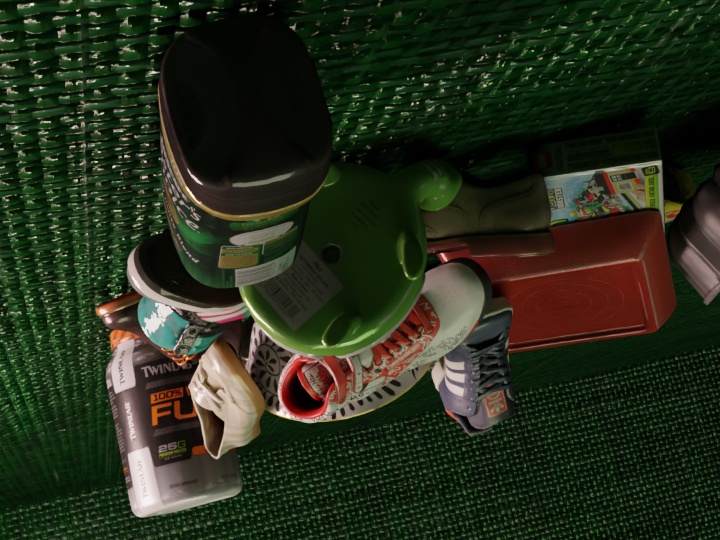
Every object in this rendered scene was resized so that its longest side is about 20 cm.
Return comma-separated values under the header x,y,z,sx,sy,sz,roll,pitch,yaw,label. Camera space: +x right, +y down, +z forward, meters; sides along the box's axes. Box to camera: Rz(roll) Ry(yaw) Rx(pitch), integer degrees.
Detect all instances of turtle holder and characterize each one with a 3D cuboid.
x,y,z,sx,sy,sz,roll,pitch,yaw,label
-0.012,-0.020,0.906,0.140,0.186,0.132,18,170,8,turtle holder

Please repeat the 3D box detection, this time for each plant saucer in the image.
x,y,z,sx,sy,sz,roll,pitch,yaw,label
0.190,0.022,1.089,0.199,0.037,0.200,-10,150,15,plant saucer

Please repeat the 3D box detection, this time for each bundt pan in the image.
x,y,z,sx,sy,sz,roll,pitch,yaw,label
0.351,-0.069,1.047,0.202,0.076,0.202,-44,166,-14,bundt pan

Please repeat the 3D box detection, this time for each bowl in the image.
x,y,z,sx,sy,sz,roll,pitch,yaw,label
-0.029,0.046,1.147,0.200,0.201,0.094,-14,124,0,bowl

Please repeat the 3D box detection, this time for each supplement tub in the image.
x,y,z,sx,sy,sz,roll,pitch,yaw,label
-0.205,0.155,1.256,0.122,0.201,0.123,-14,169,-3,supplement tub

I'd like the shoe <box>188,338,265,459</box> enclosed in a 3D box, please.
x,y,z,sx,sy,sz,roll,pitch,yaw,label
-0.131,0.131,1.126,0.053,0.070,0.200,-35,157,-19,shoe

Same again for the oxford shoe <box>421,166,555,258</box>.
x,y,z,sx,sy,sz,roll,pitch,yaw,label
0.072,-0.050,0.985,0.199,0.075,0.070,2,-175,30,oxford shoe

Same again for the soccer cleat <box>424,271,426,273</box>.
x,y,z,sx,sy,sz,roll,pitch,yaw,label
0.000,0.000,1.068,0.200,0.081,0.067,28,136,-26,soccer cleat

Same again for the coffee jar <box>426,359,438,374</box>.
x,y,z,sx,sy,sz,roll,pitch,yaw,label
0.057,0.079,1.363,0.199,0.105,0.085,-13,-166,11,coffee jar

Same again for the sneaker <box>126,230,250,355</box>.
x,y,z,sx,sy,sz,roll,pitch,yaw,label
-0.157,0.021,1.009,0.121,0.084,0.200,-31,162,26,sneaker

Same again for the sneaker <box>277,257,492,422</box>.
x,y,z,sx,sy,sz,roll,pitch,yaw,label
0.017,0.065,0.982,0.201,0.067,0.108,-35,173,32,sneaker

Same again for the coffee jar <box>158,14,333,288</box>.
x,y,z,sx,sy,sz,roll,pitch,yaw,label
-0.071,-0.063,0.673,0.085,0.105,0.200,-14,167,-13,coffee jar

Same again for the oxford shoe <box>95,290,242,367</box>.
x,y,z,sx,sy,sz,roll,pitch,yaw,label
-0.177,0.055,1.142,0.071,0.073,0.200,-20,166,29,oxford shoe

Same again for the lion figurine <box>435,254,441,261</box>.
x,y,z,sx,sy,sz,roll,pitch,yaw,label
0.156,-0.016,1.164,0.199,0.073,0.122,0,158,-22,lion figurine

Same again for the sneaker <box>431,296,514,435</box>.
x,y,z,sx,sy,sz,roll,pitch,yaw,label
0.115,0.095,1.078,0.075,0.085,0.200,-19,156,-8,sneaker

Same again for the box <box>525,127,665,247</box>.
x,y,z,sx,sy,sz,roll,pitch,yaw,label
0.213,-0.050,1.031,0.110,0.035,0.200,-8,151,12,box

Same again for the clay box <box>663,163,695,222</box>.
x,y,z,sx,sy,sz,roll,pitch,yaw,label
0.239,-0.067,1.128,0.115,0.048,0.200,-22,166,33,clay box

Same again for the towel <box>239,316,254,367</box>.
x,y,z,sx,sy,sz,roll,pitch,yaw,label
-0.041,0.058,1.279,0.199,0.035,0.133,-17,-159,6,towel
